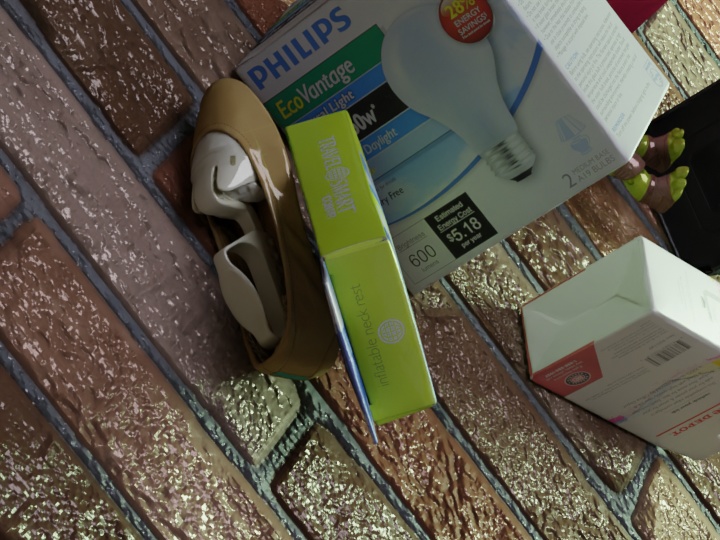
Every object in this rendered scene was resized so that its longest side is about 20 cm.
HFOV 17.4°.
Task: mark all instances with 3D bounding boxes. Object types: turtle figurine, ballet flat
[{"bbox_3d":[0.170,-0.099,1.801,0.160,0.065,0.200,24,24,-13],"label":"turtle figurine"},{"bbox_3d":[-0.068,-0.028,1.442,0.063,0.069,0.201,-6,68,-47],"label":"ballet flat"}]

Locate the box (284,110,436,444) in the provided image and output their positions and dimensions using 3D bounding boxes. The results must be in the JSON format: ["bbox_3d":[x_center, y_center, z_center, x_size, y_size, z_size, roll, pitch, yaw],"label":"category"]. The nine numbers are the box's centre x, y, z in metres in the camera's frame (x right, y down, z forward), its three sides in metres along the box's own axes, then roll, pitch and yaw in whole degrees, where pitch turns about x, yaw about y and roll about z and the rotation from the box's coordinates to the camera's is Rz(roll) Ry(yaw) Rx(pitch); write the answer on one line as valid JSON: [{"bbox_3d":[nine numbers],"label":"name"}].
[{"bbox_3d":[0.000,0.000,1.428,0.200,0.047,0.123,-106,178,-60],"label":"box"}]

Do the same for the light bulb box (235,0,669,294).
[{"bbox_3d":[0.062,-0.129,1.572,0.200,0.198,0.125,50,32,-10],"label":"light bulb box"}]

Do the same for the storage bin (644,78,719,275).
[{"bbox_3d":[0.336,-0.093,1.899,0.094,0.199,0.136,-3,67,-54],"label":"storage bin"}]

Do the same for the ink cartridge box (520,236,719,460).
[{"bbox_3d":[0.224,0.062,1.709,0.199,0.116,0.068,28,43,-39],"label":"ink cartridge box"}]

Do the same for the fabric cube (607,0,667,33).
[{"bbox_3d":[0.153,-0.303,1.799,0.196,0.199,0.201,10,45,-50],"label":"fabric cube"}]
